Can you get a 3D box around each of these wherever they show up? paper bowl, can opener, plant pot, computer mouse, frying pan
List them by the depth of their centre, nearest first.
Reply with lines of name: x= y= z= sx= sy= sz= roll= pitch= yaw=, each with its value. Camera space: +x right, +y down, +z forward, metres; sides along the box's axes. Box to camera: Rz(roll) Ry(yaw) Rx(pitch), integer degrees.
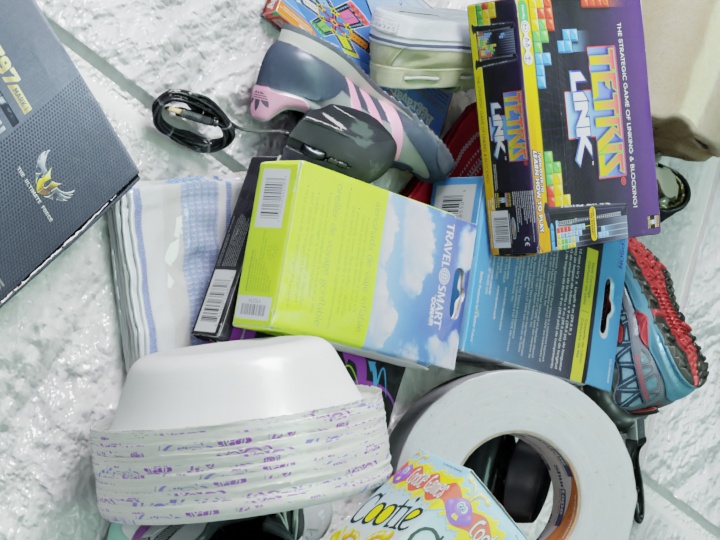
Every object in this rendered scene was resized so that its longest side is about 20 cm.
paper bowl: x=-0.082 y=0.102 z=1.206 sx=0.200 sy=0.200 sz=0.105 roll=-7 pitch=92 yaw=-45
computer mouse: x=-0.060 y=-0.096 z=1.323 sx=0.199 sy=0.059 sz=0.034 roll=7 pitch=38 yaw=-27
can opener: x=0.093 y=0.217 z=1.472 sx=0.063 sy=0.078 sz=0.201 roll=34 pitch=73 yaw=-47
plant pot: x=0.289 y=-0.206 z=1.628 sx=0.200 sy=0.200 sz=0.184 roll=26 pitch=81 yaw=-41
frying pan: x=0.238 y=0.129 z=1.648 sx=0.115 sy=0.031 sz=0.191 roll=17 pitch=72 yaw=-41

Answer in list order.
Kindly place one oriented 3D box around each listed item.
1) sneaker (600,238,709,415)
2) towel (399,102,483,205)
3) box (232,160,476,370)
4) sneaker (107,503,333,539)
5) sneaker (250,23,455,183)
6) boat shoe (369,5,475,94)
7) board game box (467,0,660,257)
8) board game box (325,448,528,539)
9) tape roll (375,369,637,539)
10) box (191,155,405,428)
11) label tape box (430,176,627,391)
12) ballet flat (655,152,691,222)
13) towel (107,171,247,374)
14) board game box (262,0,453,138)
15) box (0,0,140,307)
sneaker: x=0.228 y=0.041 z=1.590 sx=0.079 sy=0.095 sz=0.201 roll=33 pitch=30 yaw=-39
towel: x=0.109 y=-0.026 z=1.534 sx=0.145 sy=0.022 sz=0.200 roll=-53 pitch=122 yaw=-33
box: x=0.000 y=0.000 z=1.326 sx=0.199 sy=0.047 sz=0.123 roll=17 pitch=81 yaw=-46
sneaker: x=-0.062 y=0.190 z=1.260 sx=0.199 sy=0.139 sz=0.078 roll=-10 pitch=95 yaw=-44
sneaker: x=-0.010 y=-0.108 z=1.402 sx=0.200 sy=0.070 sz=0.082 roll=36 pitch=81 yaw=-35
boat shoe: x=0.077 y=-0.177 z=1.467 sx=0.199 sy=0.072 sz=0.062 roll=-1 pitch=112 yaw=-43
board game box: x=0.167 y=-0.119 z=1.453 sx=0.165 sy=0.057 sz=0.201 roll=-10 pitch=96 yaw=-43
board game box: x=0.020 y=0.240 z=1.305 sx=0.200 sy=0.105 sz=0.103 roll=-42 pitch=105 yaw=-13
tape roll: x=0.115 y=0.179 z=1.425 sx=0.199 sy=0.066 sz=0.202 roll=1 pitch=85 yaw=-11
box: x=-0.029 y=0.021 z=1.356 sx=0.200 sy=0.036 sz=0.144 roll=33 pitch=69 yaw=-42
label tape box: x=0.136 y=0.015 z=1.502 sx=0.199 sy=0.066 sz=0.144 roll=17 pitch=77 yaw=-45
ballet flat: x=0.232 y=-0.092 z=1.628 sx=0.199 sy=0.073 sz=0.074 roll=23 pitch=71 yaw=-41
towel: x=-0.099 y=0.001 z=1.323 sx=0.199 sy=0.024 sz=0.148 roll=-8 pitch=93 yaw=-45
board game box: x=0.008 y=-0.194 z=1.448 sx=0.200 sy=0.019 sz=0.103 roll=36 pitch=61 yaw=-37
box: x=-0.250 y=-0.095 z=1.160 sx=0.158 sy=0.051 sz=0.201 roll=-47 pitch=118 yaw=-38
